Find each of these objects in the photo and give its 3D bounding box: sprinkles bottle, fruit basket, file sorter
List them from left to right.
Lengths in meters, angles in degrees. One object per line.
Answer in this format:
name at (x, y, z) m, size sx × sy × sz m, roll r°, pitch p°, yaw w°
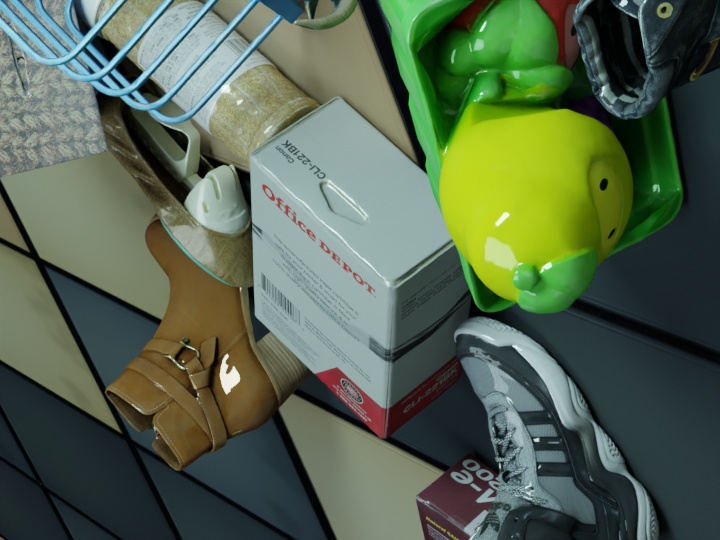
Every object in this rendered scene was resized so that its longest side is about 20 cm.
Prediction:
file sorter at (-0.151, -0.185, 1.277) m, size 0.139 × 0.123 × 0.200 m, roll 44°, pitch -173°, yaw 17°
sprinkles bottle at (-0.115, -0.148, 1.434) m, size 0.200 × 0.068 × 0.068 m, roll 42°, pitch 154°, yaw 23°
fruit basket at (0.096, -0.066, 1.048) m, size 0.216 × 0.155 × 0.216 m, roll 58°, pitch 167°, yaw 22°

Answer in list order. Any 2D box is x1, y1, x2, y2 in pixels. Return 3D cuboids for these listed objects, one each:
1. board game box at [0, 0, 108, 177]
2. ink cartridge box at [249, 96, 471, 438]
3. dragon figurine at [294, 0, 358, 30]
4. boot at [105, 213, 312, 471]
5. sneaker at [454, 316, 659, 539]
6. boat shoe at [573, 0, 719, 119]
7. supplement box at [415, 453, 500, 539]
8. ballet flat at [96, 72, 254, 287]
board game box at (-0.262, -0.166, 1.523) m, size 0.200 × 0.097 × 0.160 m, roll -138°, pitch 35°, yaw -73°
ink cartridge box at (0.000, 0.000, 1.411) m, size 0.144 × 0.084 × 0.200 m, roll 43°, pitch 156°, yaw 23°
dragon figurine at (-0.022, -0.180, 1.133) m, size 0.099 × 0.200 × 0.059 m, roll -17°, pitch 134°, yaw 36°
boot at (-0.150, 0.058, 1.677) m, size 0.200 × 0.155 × 0.077 m, roll 48°, pitch 157°, yaw 10°
sneaker at (0.105, 0.133, 1.366) m, size 0.200 × 0.114 × 0.075 m, roll 54°, pitch 156°, yaw -2°
boat shoe at (0.146, -0.155, 0.916) m, size 0.071 × 0.091 × 0.200 m, roll 37°, pitch 152°, yaw 32°
supplement box at (0.111, 0.244, 1.578) m, size 0.109 × 0.061 × 0.200 m, roll 34°, pitch 151°, yaw 35°
ballet flat at (-0.135, -0.077, 1.597) m, size 0.200 × 0.068 × 0.072 m, roll 52°, pitch 138°, yaw 12°
